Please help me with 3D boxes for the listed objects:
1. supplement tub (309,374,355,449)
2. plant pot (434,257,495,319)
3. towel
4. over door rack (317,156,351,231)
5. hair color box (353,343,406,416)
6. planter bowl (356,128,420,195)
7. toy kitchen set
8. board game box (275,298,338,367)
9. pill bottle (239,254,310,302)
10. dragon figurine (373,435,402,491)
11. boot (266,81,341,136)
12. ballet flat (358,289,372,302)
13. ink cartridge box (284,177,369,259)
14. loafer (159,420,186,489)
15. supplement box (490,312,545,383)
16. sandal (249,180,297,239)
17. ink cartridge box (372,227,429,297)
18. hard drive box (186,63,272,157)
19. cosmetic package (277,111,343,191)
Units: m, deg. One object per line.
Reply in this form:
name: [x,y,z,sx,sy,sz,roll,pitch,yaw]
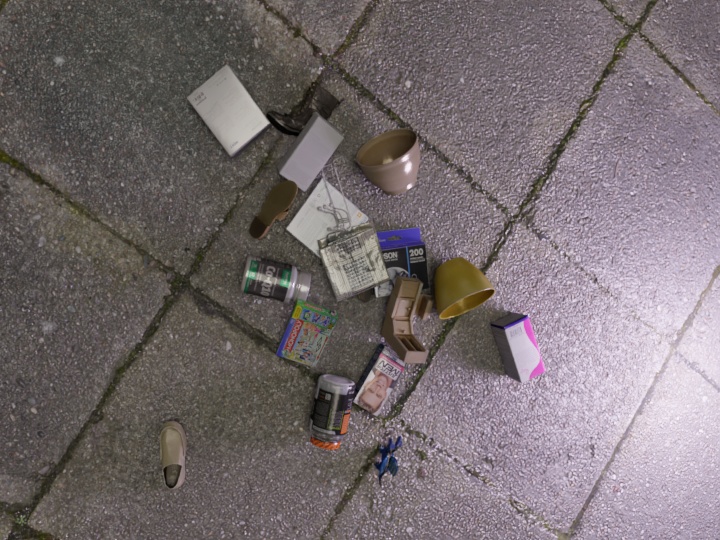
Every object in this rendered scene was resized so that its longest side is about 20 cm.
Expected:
supplement tub: [-0.091,0.436,1.663,0.119,0.122,0.206,12,90,-13]
plant pot: [0.312,0.046,1.722,0.195,0.201,0.145,-19,69,-12]
towel: [-0.020,-0.032,1.649,0.188,0.035,0.205,-20,94,-6]
over door rack: [-0.084,-0.218,1.579,0.065,0.147,0.206,-9,95,-18]
hair color box: [0.059,0.350,1.727,0.099,0.060,0.203,31,86,-12]
planter bowl: [0.099,-0.321,1.651,0.198,0.200,0.137,-33,127,-9]
toy kitchen set: [0.188,0.152,1.668,0.159,0.181,0.205,6,111,-26]
board game box: [-0.164,0.193,1.634,0.131,0.029,0.203,19,117,-13]
pill bottle: [-0.254,0.030,1.608,0.195,0.113,0.116,14,90,-14]
dragon figurine: [0.085,0.621,1.726,0.057,0.099,0.206,13,90,-13]
boot: [-0.171,-0.490,1.631,0.196,0.069,0.178,23,87,-24]
ballet flat: [0.000,0.000,1.704,0.045,0.067,0.206,-3,99,30]
ink cartridge box: [-0.102,-0.146,1.673,0.199,0.041,0.201,39,83,-13]
loafer: [-0.550,0.548,1.585,0.073,0.068,0.206,-6,94,-13]
supplement box: [0.530,0.259,1.814,0.099,0.103,0.205,-21,96,-12]
sandal: [-0.253,-0.184,1.629,0.078,0.069,0.213,44,103,14]
ink cartridge box: [0.122,-0.029,1.724,0.193,0.043,0.206,-8,94,-19]
hard drive box: [-0.377,-0.459,1.561,0.155,0.077,0.202,-36,100,2]
cosmetic package: [-0.150,-0.351,1.595,0.100,0.072,0.201,33,105,-27]
